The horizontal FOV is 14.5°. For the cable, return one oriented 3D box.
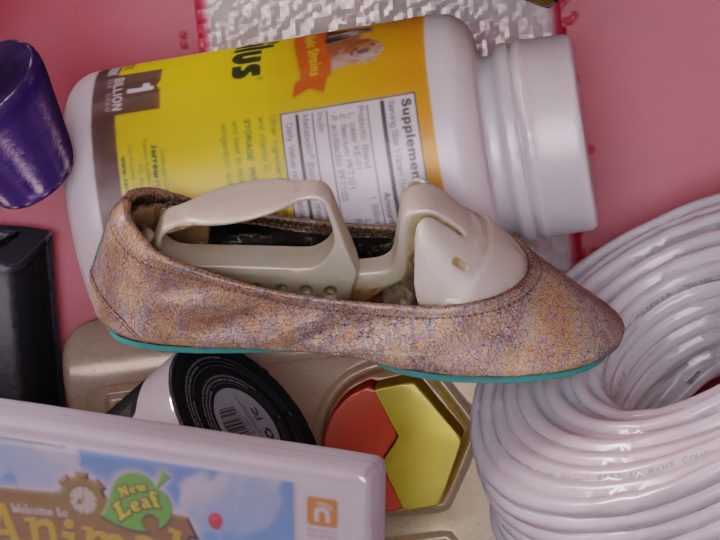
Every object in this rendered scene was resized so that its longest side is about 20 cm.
[{"bbox_3d":[0.133,0.045,1.063,0.199,0.200,0.069,-19,119,22],"label":"cable"}]

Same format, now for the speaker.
[{"bbox_3d":[-0.109,0.116,1.122,0.200,0.081,0.081,-40,90,28],"label":"speaker"}]

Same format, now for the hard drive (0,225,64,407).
[{"bbox_3d":[-0.224,0.050,1.176,0.199,0.042,0.136,-3,95,6],"label":"hard drive"}]

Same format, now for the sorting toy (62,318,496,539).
[{"bbox_3d":[-0.021,0.110,1.165,0.184,0.036,0.201,-7,94,6],"label":"sorting toy"}]

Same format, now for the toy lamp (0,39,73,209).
[{"bbox_3d":[-0.166,-0.105,1.020,0.058,0.058,0.200,-26,123,7],"label":"toy lamp"}]

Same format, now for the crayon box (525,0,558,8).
[{"bbox_3d":[0.020,-0.142,1.057,0.126,0.200,0.051,21,97,3],"label":"crayon box"}]

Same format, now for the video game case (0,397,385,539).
[{"bbox_3d":[-0.087,0.142,1.065,0.199,0.022,0.183,7,111,18],"label":"video game case"}]

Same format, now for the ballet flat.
[{"bbox_3d":[0.000,0.000,1.036,0.199,0.068,0.068,2,122,-3],"label":"ballet flat"}]

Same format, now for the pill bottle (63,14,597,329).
[{"bbox_3d":[-0.010,-0.039,1.115,0.199,0.109,0.110,-9,94,6],"label":"pill bottle"}]
